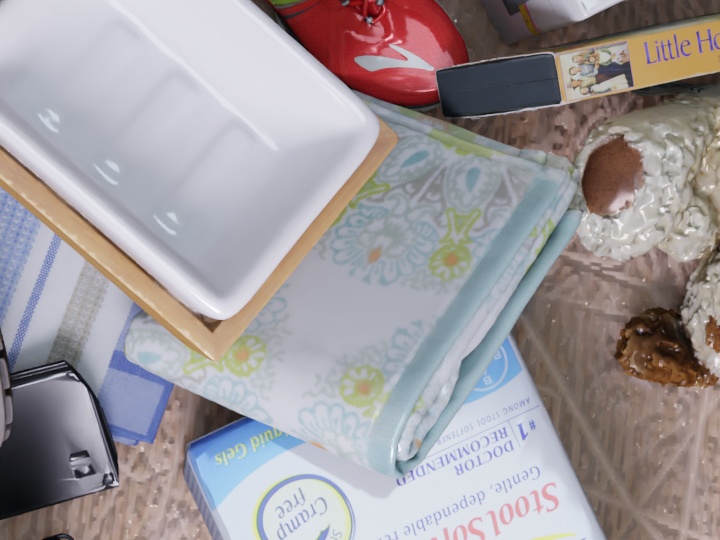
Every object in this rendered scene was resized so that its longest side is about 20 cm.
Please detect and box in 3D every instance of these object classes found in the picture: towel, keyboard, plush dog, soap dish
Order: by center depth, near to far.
[{"bbox_3d":[-0.104,-0.072,1.359,0.200,0.081,0.158,41,66,-5],"label":"soap dish"},{"bbox_3d":[0.000,0.000,1.407,0.170,0.048,0.200,20,60,30],"label":"towel"},{"bbox_3d":[-0.173,0.003,1.419,0.199,0.024,0.148,18,96,-28],"label":"towel"},{"bbox_3d":[-0.222,0.123,1.429,0.199,0.021,0.128,-15,114,1],"label":"keyboard"},{"bbox_3d":[0.219,-0.013,1.475,0.199,0.161,0.173,-3,107,13],"label":"plush dog"}]

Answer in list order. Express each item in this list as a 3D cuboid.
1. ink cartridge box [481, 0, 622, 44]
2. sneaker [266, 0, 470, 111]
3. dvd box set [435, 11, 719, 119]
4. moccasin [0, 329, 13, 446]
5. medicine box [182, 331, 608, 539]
[{"bbox_3d":[0.139,-0.189,1.418,0.145,0.200,0.088,-26,96,-8],"label":"ink cartridge box"},{"bbox_3d":[-0.022,-0.158,1.452,0.200,0.085,0.077,42,85,-5],"label":"sneaker"},{"bbox_3d":[0.157,-0.113,1.424,0.199,0.146,0.030,-13,95,-23],"label":"dvd box set"},{"bbox_3d":[-0.227,0.004,1.340,0.077,0.074,0.202,-24,116,-8],"label":"moccasin"},{"bbox_3d":[0.028,0.150,1.431,0.181,0.103,0.201,-24,82,-8],"label":"medicine box"}]
